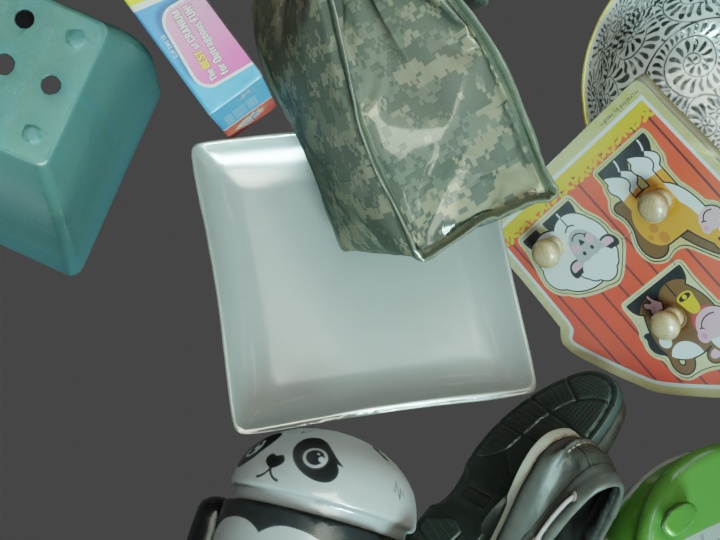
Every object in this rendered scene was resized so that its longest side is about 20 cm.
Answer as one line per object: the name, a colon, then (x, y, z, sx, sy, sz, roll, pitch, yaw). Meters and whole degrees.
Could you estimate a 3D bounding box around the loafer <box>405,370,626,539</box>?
loafer: (0.101, 0.151, 1.104, 0.200, 0.072, 0.063, -44, 130, -10)

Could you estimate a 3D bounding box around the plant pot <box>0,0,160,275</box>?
plant pot: (-0.207, -0.100, 1.013, 0.141, 0.200, 0.141, 24, 79, -5)

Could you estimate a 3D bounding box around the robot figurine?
robot figurine: (-0.038, 0.196, 1.034, 0.150, 0.125, 0.200, 16, 77, -5)

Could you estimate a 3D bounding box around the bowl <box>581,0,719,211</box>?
bowl: (0.236, -0.111, 1.132, 0.201, 0.094, 0.201, 0, 86, -6)

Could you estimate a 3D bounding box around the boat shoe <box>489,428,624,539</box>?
boat shoe: (0.106, 0.195, 1.048, 0.067, 0.057, 0.200, 2, 116, -39)

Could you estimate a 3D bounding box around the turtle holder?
turtle holder: (0.227, 0.172, 1.075, 0.141, 0.132, 0.186, 41, 61, -8)

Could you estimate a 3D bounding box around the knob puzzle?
knob puzzle: (0.187, 0.005, 1.068, 0.220, 0.220, 0.030, 52, 44, 1)

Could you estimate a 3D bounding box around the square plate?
square plate: (0.000, 0.000, 1.105, 0.198, 0.028, 0.200, -8, 73, -9)

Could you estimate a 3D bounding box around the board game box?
board game box: (-0.131, -0.180, 1.058, 0.040, 0.153, 0.200, -37, 89, 0)

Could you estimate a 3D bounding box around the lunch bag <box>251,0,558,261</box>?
lunch bag: (0.015, -0.117, 1.016, 0.118, 0.164, 0.200, -27, 99, -14)
